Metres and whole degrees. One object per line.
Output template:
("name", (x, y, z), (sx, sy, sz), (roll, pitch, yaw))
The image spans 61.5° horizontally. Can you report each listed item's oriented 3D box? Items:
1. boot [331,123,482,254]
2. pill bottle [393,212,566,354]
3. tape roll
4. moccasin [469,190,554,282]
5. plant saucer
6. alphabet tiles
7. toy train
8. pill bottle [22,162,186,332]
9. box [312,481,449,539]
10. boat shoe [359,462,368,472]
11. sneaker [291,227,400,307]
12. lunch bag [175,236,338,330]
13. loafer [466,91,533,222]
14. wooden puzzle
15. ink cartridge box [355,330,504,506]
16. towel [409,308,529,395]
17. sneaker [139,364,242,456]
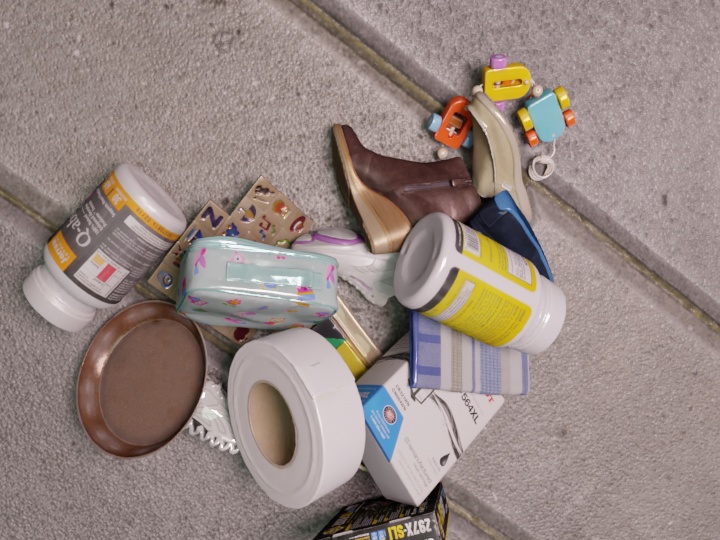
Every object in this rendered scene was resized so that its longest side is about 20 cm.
("boot", (0.057, -0.124, 0.809), (0.161, 0.073, 0.205), (-18, 70, -13))
("pill bottle", (0.146, 0.023, 0.732), (0.196, 0.114, 0.117), (25, 94, -22))
("tape roll", (-0.084, 0.178, 0.747), (0.069, 0.199, 0.211), (-11, 99, -42))
("moccasin", (0.201, -0.034, 0.811), (0.067, 0.082, 0.200), (-28, 133, 18))
("plant saucer", (-0.283, 0.143, 0.802), (0.193, 0.035, 0.208), (-5, 70, 14))
("alphabet tiles", (-0.159, -0.017, 0.816), (0.166, 0.008, 0.202), (39, 91, -28))
("toy train", (0.193, -0.210, 0.831), (0.194, 0.056, 0.153), (17, 120, -15))
("pill bottle", (-0.328, -0.027, 0.778), (0.116, 0.116, 0.200), (44, 91, -7))
("box", (0.035, 0.332, 0.787), (0.155, 0.200, 0.051), (-18, 78, 6))
("boat shoe", (0.041, 0.259, 0.845), (0.196, 0.063, 0.073), (28, 96, -22))
("sneaker", (0.000, 0.000, 0.821), (0.192, 0.075, 0.103), (8, 109, -4))
("lunch bag", (-0.123, 0.018, 0.747), (0.193, 0.160, 0.080), (7, 70, -22))
("loafer", (0.174, -0.134, 0.798), (0.067, 0.076, 0.203), (-24, 121, 5))
("wooden puzzle", (-0.053, 0.157, 0.856), (0.184, 0.037, 0.202), (-39, 97, 0))
("ink cartridge box", (0.080, 0.176, 0.799), (0.199, 0.084, 0.149), (-38, 101, -31))
("towel", (0.145, 0.085, 0.796), (0.194, 0.024, 0.153), (8, 74, -28))
("sneaker", (-0.202, 0.193, 0.836), (0.195, 0.075, 0.083), (24, 85, -7))
